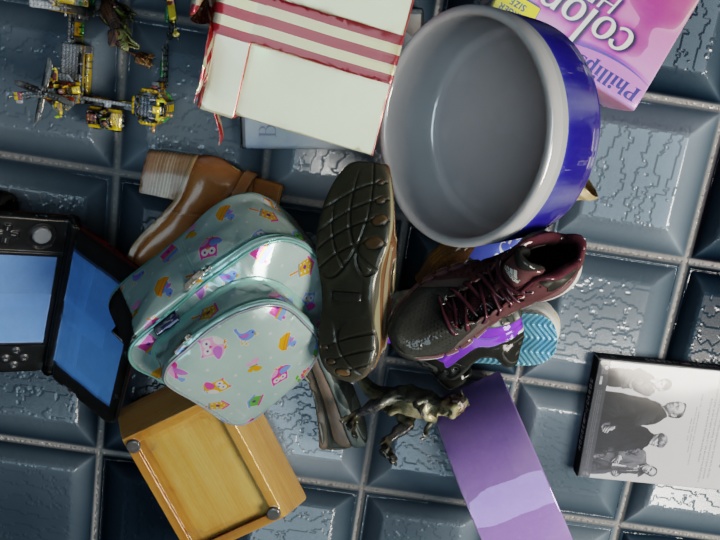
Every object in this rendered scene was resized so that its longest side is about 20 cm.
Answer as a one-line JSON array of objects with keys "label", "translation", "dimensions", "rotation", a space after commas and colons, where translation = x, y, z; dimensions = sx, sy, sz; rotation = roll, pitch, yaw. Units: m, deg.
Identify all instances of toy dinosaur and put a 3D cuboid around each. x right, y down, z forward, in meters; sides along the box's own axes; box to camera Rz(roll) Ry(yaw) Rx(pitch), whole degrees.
[{"label": "toy dinosaur", "translation": [0.032, 0.148, 0.785], "dimensions": [0.088, 0.198, 0.048], "rotation": [-46, 121, -25]}]

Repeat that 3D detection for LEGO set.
[{"label": "LEGO set", "translation": [-0.251, -0.232, 0.730], "dimensions": [0.150, 0.116, 0.205], "rotation": [15, 104, -4]}]

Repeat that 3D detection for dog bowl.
[{"label": "dog bowl", "translation": [0.110, -0.126, 0.669], "dimensions": [0.078, 0.198, 0.205], "rotation": [-7, 110, -42]}]

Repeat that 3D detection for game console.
[{"label": "game console", "translation": [-0.332, 0.055, 0.779], "dimensions": [0.169, 0.119, 0.203], "rotation": [2, 122, -35]}]

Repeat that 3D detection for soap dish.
[{"label": "soap dish", "translation": [-0.174, 0.223, 0.866], "dimensions": [0.154, 0.081, 0.203], "rotation": [-24, 104, 6]}]

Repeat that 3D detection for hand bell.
[{"label": "hand bell", "translation": [0.130, -0.049, 0.759], "dimensions": [0.104, 0.105, 0.200], "rotation": [43, 113, -10]}]

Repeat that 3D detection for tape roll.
[{"label": "tape roll", "translation": [0.154, 0.219, 0.804], "dimensions": [0.083, 0.200, 0.203], "rotation": [-24, 103, 6]}]

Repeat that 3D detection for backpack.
[{"label": "backpack", "translation": [-0.119, 0.037, 0.729], "dimensions": [0.200, 0.153, 0.176], "rotation": [-46, 138, -3]}]

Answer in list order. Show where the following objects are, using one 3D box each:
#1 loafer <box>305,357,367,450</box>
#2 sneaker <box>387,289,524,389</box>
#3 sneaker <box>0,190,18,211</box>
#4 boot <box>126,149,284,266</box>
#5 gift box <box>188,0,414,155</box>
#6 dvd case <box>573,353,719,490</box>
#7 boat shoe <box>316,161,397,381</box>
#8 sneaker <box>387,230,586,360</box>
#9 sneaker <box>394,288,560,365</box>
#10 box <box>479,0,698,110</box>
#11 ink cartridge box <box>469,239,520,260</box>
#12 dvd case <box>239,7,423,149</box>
[{"label": "loafer", "translation": [-0.051, 0.117, 0.847], "dimensions": [0.061, 0.072, 0.204], "rotation": [-17, 104, 12]}, {"label": "sneaker", "translation": [0.074, 0.075, 0.772], "dimensions": [0.195, 0.069, 0.102], "rotation": [-5, 101, 23]}, {"label": "sneaker", "translation": [-0.417, -0.066, 0.798], "dimensions": [0.087, 0.074, 0.200], "rotation": [-40, 106, 10]}, {"label": "boot", "translation": [-0.171, -0.022, 0.816], "dimensions": [0.151, 0.077, 0.205], "rotation": [12, 98, -8]}, {"label": "gift box", "translation": [-0.061, -0.200, 0.687], "dimensions": [0.182, 0.185, 0.205], "rotation": [16, 97, -6]}, {"label": "dvd case", "translation": [0.363, 0.181, 0.885], "dimensions": [0.194, 0.025, 0.154], "rotation": [6, 104, -2]}, {"label": "boat shoe", "translation": [0.000, 0.000, 0.716], "dimensions": [0.074, 0.074, 0.206], "rotation": [8, 94, 20]}, {"label": "sneaker", "translation": [0.111, 0.012, 0.660], "dimensions": [0.197, 0.116, 0.077], "rotation": [-28, 78, -1]}, {"label": "sneaker", "translation": [0.122, 0.059, 0.830], "dimensions": [0.195, 0.081, 0.079], "rotation": [8, 106, 19]}, {"label": "box", "translation": [0.233, -0.291, 0.727], "dimensions": [0.173, 0.097, 0.203], "rotation": [28, 103, -7]}, {"label": "ink cartridge box", "translation": [0.161, -0.108, 0.800], "dimensions": [0.093, 0.044, 0.203], "rotation": [28, 103, -5]}, {"label": "dvd case", "translation": [-0.032, -0.202, 0.790], "dimensions": [0.194, 0.018, 0.147], "rotation": [0, 105, 0]}]
